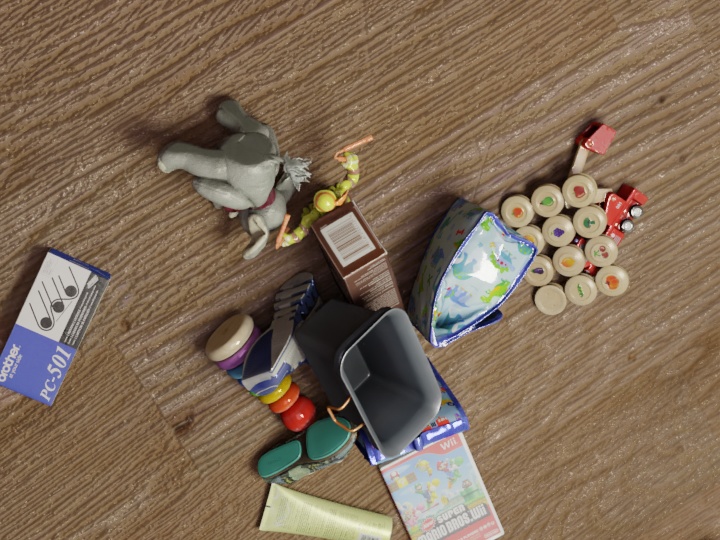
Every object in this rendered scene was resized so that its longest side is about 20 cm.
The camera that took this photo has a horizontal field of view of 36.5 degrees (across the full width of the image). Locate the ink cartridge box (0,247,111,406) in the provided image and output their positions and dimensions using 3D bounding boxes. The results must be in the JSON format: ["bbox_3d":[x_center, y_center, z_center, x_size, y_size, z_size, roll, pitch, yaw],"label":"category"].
[{"bbox_3d":[-0.435,0.080,1.533,0.093,0.044,0.201,24,95,-14],"label":"ink cartridge box"}]

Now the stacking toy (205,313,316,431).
[{"bbox_3d":[-0.135,0.158,1.601,0.085,0.085,0.200,-41,113,-1],"label":"stacking toy"}]

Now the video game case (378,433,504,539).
[{"bbox_3d":[0.130,0.363,1.724,0.142,0.017,0.201,-25,105,-6],"label":"video game case"}]

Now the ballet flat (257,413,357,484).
[{"bbox_3d":[-0.063,0.265,1.603,0.199,0.074,0.074,-26,110,35],"label":"ballet flat"}]

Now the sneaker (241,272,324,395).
[{"bbox_3d":[-0.083,0.109,1.562,0.080,0.200,0.115,-17,125,37],"label":"sneaker"}]

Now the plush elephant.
[{"bbox_3d":[-0.157,-0.116,1.511,0.199,0.165,0.156,23,138,16],"label":"plush elephant"}]

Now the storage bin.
[{"bbox_3d":[-0.003,0.141,1.478,0.145,0.134,0.201,-43,127,-23],"label":"storage bin"}]

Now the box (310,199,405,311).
[{"bbox_3d":[0.000,0.000,1.523,0.075,0.200,0.100,-29,64,-6],"label":"box"}]

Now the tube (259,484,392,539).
[{"bbox_3d":[-0.051,0.382,1.678,0.198,0.052,0.058,14,57,-11],"label":"tube"}]

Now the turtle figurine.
[{"bbox_3d":[-0.039,-0.097,1.518,0.064,0.161,0.200,38,90,1],"label":"turtle figurine"}]

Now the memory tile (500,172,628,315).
[{"bbox_3d":[0.307,-0.037,1.644,0.152,0.017,0.201,-17,106,25],"label":"memory tile"}]

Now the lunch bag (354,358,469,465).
[{"bbox_3d":[0.064,0.214,1.585,0.149,0.200,0.095,-17,104,-8],"label":"lunch bag"}]

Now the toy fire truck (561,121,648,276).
[{"bbox_3d":[0.357,-0.108,1.661,0.140,0.049,0.201,31,95,-14],"label":"toy fire truck"}]

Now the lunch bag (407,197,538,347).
[{"bbox_3d":[0.146,0.012,1.578,0.127,0.170,0.201,36,92,-11],"label":"lunch bag"}]
